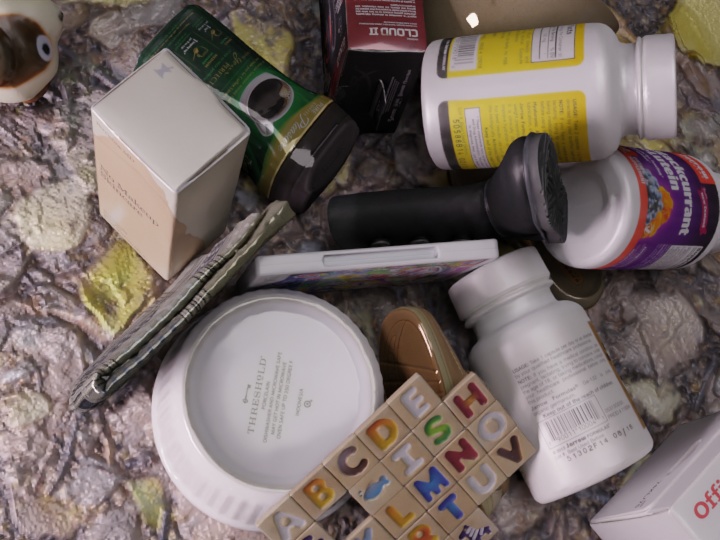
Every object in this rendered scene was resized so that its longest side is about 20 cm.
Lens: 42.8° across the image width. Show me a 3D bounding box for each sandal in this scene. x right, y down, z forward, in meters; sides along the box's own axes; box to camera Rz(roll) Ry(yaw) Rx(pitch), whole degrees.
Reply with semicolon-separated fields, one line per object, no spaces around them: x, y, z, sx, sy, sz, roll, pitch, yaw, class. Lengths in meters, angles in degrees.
0.168;-0.049;0.886;0.080;0.054;0.200;-37;82;-22;sandal

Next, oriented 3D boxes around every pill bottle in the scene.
0.157;-0.144;0.760;0.198;0.111;0.113;-1;68;18;pill bottle
0.269;-0.057;0.861;0.198;0.111;0.113;0;69;-37;pill bottle
0.159;0.088;0.803;0.113;0.114;0.202;-21;77;-19;pill bottle

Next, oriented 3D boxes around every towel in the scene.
-0.147;0.027;0.714;0.035;0.192;0.200;46;67;-6;towel

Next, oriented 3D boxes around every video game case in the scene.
0.000;0.000;0.782;0.198;0.143;0.018;-4;83;-14;video game case

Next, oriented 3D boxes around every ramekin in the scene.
-0.070;0.108;0.753;0.200;0.094;0.205;4;70;-12;ramekin

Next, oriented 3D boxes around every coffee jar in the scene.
-0.104;-0.145;0.840;0.199;0.085;0.105;36;65;2;coffee jar

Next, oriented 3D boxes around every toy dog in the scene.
-0.348;-0.230;0.789;0.199;0.140;0.195;36;80;2;toy dog

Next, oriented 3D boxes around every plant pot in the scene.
0.127;-0.222;0.883;0.199;0.200;0.135;30;98;-1;plant pot

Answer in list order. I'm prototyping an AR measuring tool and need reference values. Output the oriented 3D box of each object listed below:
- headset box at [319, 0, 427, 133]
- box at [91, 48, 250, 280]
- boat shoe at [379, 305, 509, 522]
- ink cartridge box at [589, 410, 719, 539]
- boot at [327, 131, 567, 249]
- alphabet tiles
0.007;-0.234;0.863;0.074;0.149;0.202;0;70;-10;headset box
-0.156;-0.077;0.741;0.095;0.200;0.078;44;67;5;box
0.073;0.115;0.777;0.064;0.071;0.202;-32;111;-39;boat shoe
0.332;0.237;0.773;0.146;0.146;0.200;-38;83;-21;ink cartridge box
0.065;-0.058;0.767;0.198;0.165;0.066;1;71;19;boot
0.042;0.179;0.722;0.200;0.008;0.167;-42;116;-3;alphabet tiles
